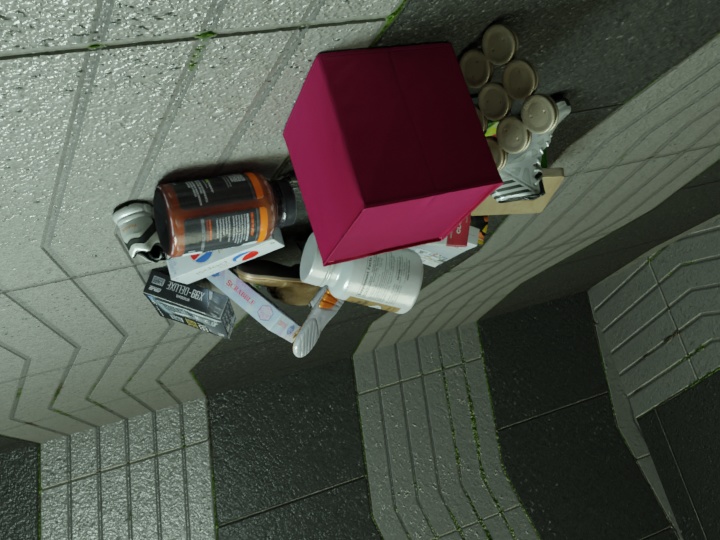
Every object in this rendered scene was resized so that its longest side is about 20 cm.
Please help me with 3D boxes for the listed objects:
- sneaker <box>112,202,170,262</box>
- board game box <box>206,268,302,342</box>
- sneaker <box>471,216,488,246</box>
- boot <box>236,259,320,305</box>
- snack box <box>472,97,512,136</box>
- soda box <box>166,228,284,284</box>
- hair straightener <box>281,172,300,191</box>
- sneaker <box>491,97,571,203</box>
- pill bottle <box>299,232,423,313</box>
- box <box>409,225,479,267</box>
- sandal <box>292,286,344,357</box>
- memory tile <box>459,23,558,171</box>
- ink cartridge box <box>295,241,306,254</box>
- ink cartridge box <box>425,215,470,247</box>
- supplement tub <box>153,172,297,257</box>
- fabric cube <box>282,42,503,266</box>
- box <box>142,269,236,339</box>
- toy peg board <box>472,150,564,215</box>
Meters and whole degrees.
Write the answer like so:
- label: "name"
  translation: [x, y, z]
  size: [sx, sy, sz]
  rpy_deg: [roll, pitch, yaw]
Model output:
- label: "sneaker"
  translation: [-0.312, -0.044, 1.181]
  size: [0.073, 0.081, 0.200]
  rpy_deg: [-24, 167, 17]
- label: "board game box"
  translation: [-0.214, 0.053, 1.459]
  size: [0.041, 0.199, 0.200]
  rpy_deg: [-51, 168, -5]
- label: "sneaker"
  translation: [0.197, -0.123, 1.595]
  size: [0.199, 0.091, 0.070]
  rpy_deg: [23, 175, -37]
- label: "boot"
  translation: [-0.151, 0.027, 1.403]
  size: [0.198, 0.074, 0.076]
  rpy_deg: [9, 114, -45]
- label: "snack box"
  translation: [0.134, -0.202, 1.204]
  size: [0.140, 0.054, 0.200]
  rpy_deg: [-11, 165, -23]
- label: "soda box"
  translation: [-0.238, -0.042, 1.316]
  size: [0.197, 0.065, 0.068]
  rpy_deg: [-20, 168, 9]
- label: "hair straightener"
  translation: [-0.047, -0.143, 1.220]
  size: [0.197, 0.041, 0.077]
  rpy_deg: [-17, 166, -8]
- label: "sneaker"
  translation: [0.289, -0.187, 1.253]
  size: [0.200, 0.116, 0.076]
  rpy_deg: [-39, 178, 3]
- label: "pill bottle"
  translation: [0.000, 0.000, 1.321]
  size: [0.197, 0.116, 0.114]
  rpy_deg: [15, 154, -19]
- label: "box"
  translation: [0.132, -0.066, 1.566]
  size: [0.154, 0.042, 0.200]
  rpy_deg: [17, 164, -15]
- label: "sandal"
  translation: [-0.092, 0.076, 1.506]
  size: [0.208, 0.059, 0.080]
  rpy_deg: [-55, 150, -29]
- label: "memory tile"
  translation: [0.165, -0.212, 1.006]
  size: [0.017, 0.155, 0.200]
  rpy_deg: [-26, 174, -39]
- label: "ink cartridge box"
  translation: [-0.016, -0.004, 1.481]
  size: [0.197, 0.044, 0.196]
  rpy_deg: [2, -161, -17]
- label: "ink cartridge box"
  translation: [0.068, -0.094, 1.291]
  size: [0.197, 0.084, 0.145]
  rpy_deg: [2, -170, -30]
- label: "supplement tub"
  translation: [-0.196, -0.086, 1.110]
  size: [0.197, 0.108, 0.107]
  rpy_deg: [-11, 165, -26]
- label: "fabric cube"
  translation: [0.034, -0.147, 0.977]
  size: [0.197, 0.202, 0.196]
  rpy_deg: [-12, 164, -23]
- label: "box"
  translation: [-0.332, 0.071, 1.494]
  size: [0.156, 0.050, 0.200]
  rpy_deg: [20, 163, 0]
- label: "toy peg board"
  translation: [0.259, -0.181, 1.421]
  size: [0.196, 0.099, 0.200]
  rpy_deg: [-2, 165, 1]
